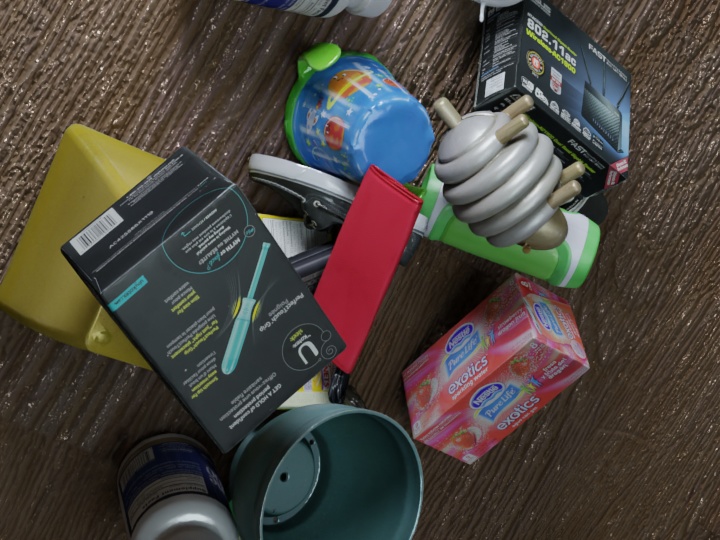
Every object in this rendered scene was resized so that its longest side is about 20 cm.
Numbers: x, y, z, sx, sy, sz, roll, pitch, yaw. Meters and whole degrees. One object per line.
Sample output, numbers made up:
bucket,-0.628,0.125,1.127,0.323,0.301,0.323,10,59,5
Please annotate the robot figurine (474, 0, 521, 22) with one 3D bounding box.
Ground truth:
robot figurine,0.160,-0.358,1.539,0.169,0.113,0.201,38,86,10

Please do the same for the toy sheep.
toy sheep,0.144,-0.101,1.521,0.138,0.138,0.201,-41,102,-8

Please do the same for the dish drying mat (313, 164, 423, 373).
dish drying mat,0.000,0.000,1.485,0.018,0.076,0.202,-13,132,-53

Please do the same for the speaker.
speaker,0.158,-0.048,1.627,0.197,0.088,0.090,20,100,-3

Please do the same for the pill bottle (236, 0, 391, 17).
pill bottle,-0.064,-0.310,1.438,0.198,0.116,0.117,6,105,-30

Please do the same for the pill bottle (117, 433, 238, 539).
pill bottle,-0.186,0.261,1.525,0.109,0.200,0.113,-6,114,-14

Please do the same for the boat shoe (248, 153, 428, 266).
boat shoe,-0.028,-0.064,1.531,0.198,0.069,0.057,22,87,2

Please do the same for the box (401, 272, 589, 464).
box,0.148,0.112,1.667,0.094,0.103,0.200,27,125,-32

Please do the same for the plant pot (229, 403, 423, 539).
plant pot,-0.053,0.224,1.514,0.198,0.133,0.203,-9,105,-35

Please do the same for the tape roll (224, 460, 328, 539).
tape roll,-0.063,0.293,1.658,0.197,0.048,0.203,-1,113,-3

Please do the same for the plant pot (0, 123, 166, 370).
plant pot,-0.210,0.003,1.440,0.198,0.176,0.202,21,99,-32

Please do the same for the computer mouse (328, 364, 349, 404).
computer mouse,-0.011,0.063,1.588,0.034,0.201,0.059,11,133,9

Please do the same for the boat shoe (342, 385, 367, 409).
boat shoe,-0.004,0.227,1.699,0.073,0.076,0.202,-26,112,-9

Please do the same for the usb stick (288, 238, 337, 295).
usb stick,-0.055,0.004,1.530,0.199,0.032,0.056,-24,137,-45

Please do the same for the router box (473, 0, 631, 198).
router box,0.213,-0.195,1.612,0.199,0.062,0.152,33,50,-34

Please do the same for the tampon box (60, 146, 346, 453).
tampon box,-0.137,0.025,1.307,0.149,0.126,0.201,-39,122,-9

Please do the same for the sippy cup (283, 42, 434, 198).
sippy cup,0.007,-0.146,1.527,0.176,0.130,0.141,14,102,-31

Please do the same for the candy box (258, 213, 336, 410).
candy box,-0.070,0.045,1.556,0.101,0.026,0.203,6,78,-44

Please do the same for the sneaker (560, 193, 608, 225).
sneaker,0.219,-0.090,1.683,0.199,0.089,0.075,28,100,-33
